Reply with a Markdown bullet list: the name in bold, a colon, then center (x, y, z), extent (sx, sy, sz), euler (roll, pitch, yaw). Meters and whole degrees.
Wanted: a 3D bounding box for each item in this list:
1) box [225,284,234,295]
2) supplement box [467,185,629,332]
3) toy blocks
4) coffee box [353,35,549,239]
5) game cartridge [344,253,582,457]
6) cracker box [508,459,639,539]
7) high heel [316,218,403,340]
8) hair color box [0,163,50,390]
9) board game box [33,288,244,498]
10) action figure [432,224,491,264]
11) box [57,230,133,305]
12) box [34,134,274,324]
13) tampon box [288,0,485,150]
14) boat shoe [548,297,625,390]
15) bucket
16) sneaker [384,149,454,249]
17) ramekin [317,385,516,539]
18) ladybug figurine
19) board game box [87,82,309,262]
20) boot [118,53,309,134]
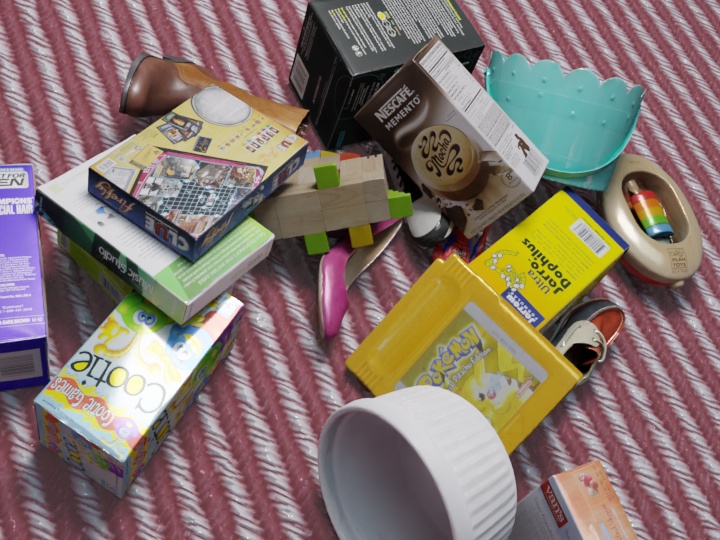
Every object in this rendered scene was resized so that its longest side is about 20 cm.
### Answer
- **box**: center (-0.167, -0.068, 1.020), extent (0.038, 0.042, 0.203), euler (0, 62, -17)
- **supplement box**: center (0.206, 0.010, 1.101), extent (0.199, 0.109, 0.110), euler (-36, 75, -32)
- **toy blocks**: center (-0.043, -0.096, 1.075), extent (0.197, 0.101, 0.137), euler (-9, 26, 4)
- **coffee box**: center (0.106, -0.152, 1.070), extent (0.200, 0.113, 0.080), euler (45, 41, -8)
- **game cartridge**: center (0.108, 0.107, 0.996), extent (0.200, 0.032, 0.177), euler (43, 97, 12)
- **cracker box**: center (0.191, 0.281, 0.874), extent (0.057, 0.201, 0.135), euler (-12, 63, -23)
- **high heel**: center (0.000, 0.000, 1.071), extent (0.094, 0.068, 0.202), euler (6, 44, -1)
- **hair color box**: center (-0.351, 0.006, 0.933), extent (0.064, 0.110, 0.202), euler (-6, 62, -20)
- **board game box**: center (-0.216, 0.102, 0.918), extent (0.102, 0.105, 0.201), euler (32, 56, 5)
- **action figure**: center (0.130, -0.059, 1.161), extent (0.065, 0.052, 0.202), euler (22, 57, -9)
- **box**: center (-0.226, -0.055, 1.047), extent (0.122, 0.048, 0.200), euler (43, 57, 9)
- **box**: center (-0.206, -0.047, 0.935), extent (0.199, 0.037, 0.144), euler (35, 43, 14)
- **tampon box**: center (0.031, -0.268, 1.194), extent (0.198, 0.150, 0.127), euler (-18, 66, -26)
- **boat shoe**: center (0.249, 0.098, 1.074), extent (0.199, 0.062, 0.072), euler (-32, 108, -29)
- **bucket**: center (0.245, -0.188, 1.169), extent (0.204, 0.137, 0.207), euler (13, 12, -3)
- **sneaker**: center (0.063, -0.115, 1.144), extent (0.080, 0.073, 0.202), euler (33, 36, -45)
- **ramekin**: center (0.058, 0.207, 0.887), extent (0.104, 0.201, 0.201), euler (-20, 66, -36)
- **ladybug figurine**: center (0.373, -0.059, 1.218), extent (0.134, 0.072, 0.202), euler (-2, 59, -19)
- **board game box**: center (-0.162, -0.107, 0.951), extent (0.135, 0.035, 0.200), euler (32, 47, 12)
- **boot**: center (-0.169, -0.189, 1.096), extent (0.198, 0.069, 0.188), euler (23, 15, 5)
